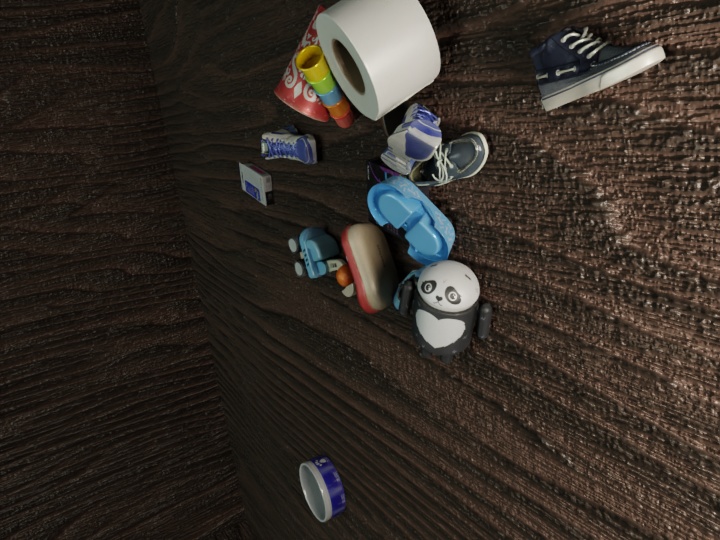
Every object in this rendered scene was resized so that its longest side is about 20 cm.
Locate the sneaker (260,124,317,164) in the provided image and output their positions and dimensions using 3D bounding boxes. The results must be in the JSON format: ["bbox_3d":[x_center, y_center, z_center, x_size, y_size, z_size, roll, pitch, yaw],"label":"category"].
[{"bbox_3d":[-0.198,-0.319,1.737,0.199,0.113,0.082,37,139,51],"label":"sneaker"}]

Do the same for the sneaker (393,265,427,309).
[{"bbox_3d":[0.105,0.037,1.387,0.080,0.088,0.200,67,155,13],"label":"sneaker"}]

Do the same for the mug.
[{"bbox_3d":[-0.083,-0.446,1.410,0.202,0.131,0.178,-60,14,22],"label":"mug"}]

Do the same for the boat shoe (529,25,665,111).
[{"bbox_3d":[0.295,-0.279,0.862,0.199,0.074,0.095,-8,105,64],"label":"boat shoe"}]

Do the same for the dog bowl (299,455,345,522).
[{"bbox_3d":[-0.129,0.732,2.233,0.200,0.077,0.204,39,137,48],"label":"dog bowl"}]

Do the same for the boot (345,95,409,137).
[{"bbox_3d":[0.021,-0.339,1.376,0.199,0.063,0.191,-12,81,61],"label":"boot"}]

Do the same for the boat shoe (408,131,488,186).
[{"bbox_3d":[0.154,-0.197,1.198,0.199,0.061,0.077,-9,95,63],"label":"boat shoe"}]

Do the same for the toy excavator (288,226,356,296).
[{"bbox_3d":[-0.085,-0.024,1.735,0.198,0.099,0.199,-10,96,55],"label":"toy excavator"}]

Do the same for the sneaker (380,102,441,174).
[{"bbox_3d":[0.099,-0.254,1.190,0.117,0.080,0.199,-62,8,-8],"label":"sneaker"}]

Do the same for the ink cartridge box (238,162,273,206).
[{"bbox_3d":[-0.337,-0.283,2.131,0.199,0.036,0.097,33,133,50],"label":"ink cartridge box"}]

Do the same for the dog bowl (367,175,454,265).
[{"bbox_3d":[0.103,-0.099,1.284,0.200,0.050,0.111,46,145,0],"label":"dog bowl"}]

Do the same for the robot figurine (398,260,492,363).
[{"bbox_3d":[0.160,0.080,1.265,0.126,0.147,0.203,-119,27,-50],"label":"robot figurine"}]

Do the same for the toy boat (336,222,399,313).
[{"bbox_3d":[0.000,0.000,1.497,0.129,0.129,0.204,-24,81,34],"label":"toy boat"}]

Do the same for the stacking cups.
[{"bbox_3d":[-0.061,-0.357,1.326,0.061,0.060,0.200,53,-179,35],"label":"stacking cups"}]

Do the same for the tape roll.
[{"bbox_3d":[0.030,-0.394,1.173,0.204,0.138,0.203,54,172,12],"label":"tape roll"}]

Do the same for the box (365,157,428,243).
[{"bbox_3d":[0.076,-0.146,1.406,0.199,0.035,0.146,34,133,53],"label":"box"}]
